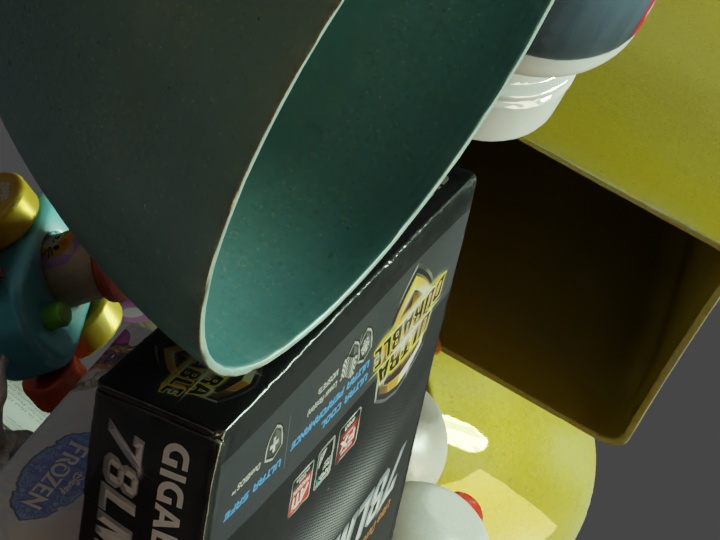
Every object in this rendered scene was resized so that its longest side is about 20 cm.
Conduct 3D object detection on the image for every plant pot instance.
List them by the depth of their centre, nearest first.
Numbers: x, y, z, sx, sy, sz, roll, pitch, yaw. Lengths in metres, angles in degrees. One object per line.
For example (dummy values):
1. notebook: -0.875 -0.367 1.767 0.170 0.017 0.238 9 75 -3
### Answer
1. plant pot: -0.037 -0.090 0.728 0.200 0.134 0.200 -52 167 -18
2. plant pot: 0.112 -0.065 1.359 0.177 0.199 0.200 -58 175 -33
3. plant pot: 0.033 0.112 1.662 0.200 0.200 0.142 -51 145 1

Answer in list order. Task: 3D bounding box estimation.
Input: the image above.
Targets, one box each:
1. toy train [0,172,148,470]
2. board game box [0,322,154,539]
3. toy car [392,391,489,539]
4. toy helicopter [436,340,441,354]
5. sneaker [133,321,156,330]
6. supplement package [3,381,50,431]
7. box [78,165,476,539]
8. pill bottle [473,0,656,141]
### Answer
1. toy train: -0.076 0.023 0.948 0.055 0.151 0.200 -17 179 24
2. board game box: -0.111 0.152 0.846 0.200 0.041 0.200 -52 156 -47
3. toy car: 0.015 0.171 1.453 0.150 0.200 0.175 22 120 -34
4. toy helicopter: -0.021 0.066 1.315 0.132 0.079 0.200 -37 -174 3
5. sneaker: -0.101 0.087 1.242 0.200 0.077 0.111 -53 175 -22
6. supplement package: -0.162 0.106 0.948 0.114 0.109 0.200 -55 169 17
7. box: -0.034 0.082 0.858 0.200 0.049 0.199 -46 151 -55
8. pill bottle: 0.078 -0.152 1.076 0.120 0.119 0.200 -42 166 -41
